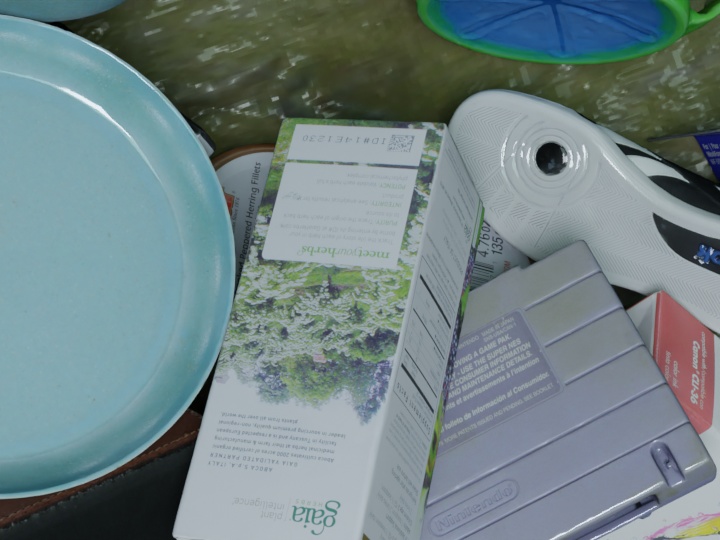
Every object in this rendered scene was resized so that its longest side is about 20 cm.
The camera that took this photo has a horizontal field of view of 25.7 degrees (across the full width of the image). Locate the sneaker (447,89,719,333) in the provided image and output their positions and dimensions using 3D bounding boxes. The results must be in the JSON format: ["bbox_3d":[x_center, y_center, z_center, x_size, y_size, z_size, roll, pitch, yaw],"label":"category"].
[{"bbox_3d":[0.142,-0.030,0.820,0.200,0.112,0.073,32,108,11],"label":"sneaker"}]

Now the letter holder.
[{"bbox_3d":[-0.174,0.122,0.680,0.200,0.142,0.101,-22,119,-34],"label":"letter holder"}]

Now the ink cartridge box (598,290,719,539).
[{"bbox_3d":[0.173,0.114,0.794,0.200,0.068,0.116,38,129,-20],"label":"ink cartridge box"}]

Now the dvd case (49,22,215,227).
[{"bbox_3d":[-0.176,-0.019,0.735,0.200,0.143,0.018,-47,138,-7],"label":"dvd case"}]

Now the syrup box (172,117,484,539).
[{"bbox_3d":[-0.008,0.039,0.679,0.078,0.081,0.201,4,66,20],"label":"syrup box"}]

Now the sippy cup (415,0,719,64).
[{"bbox_3d":[0.100,-0.186,0.789,0.178,0.139,0.131,18,74,-49],"label":"sippy cup"}]

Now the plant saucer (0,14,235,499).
[{"bbox_3d":[-0.149,-0.006,0.644,0.199,0.027,0.201,7,73,-22],"label":"plant saucer"}]

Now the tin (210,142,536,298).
[{"bbox_3d":[0.000,0.000,0.789,0.199,0.042,0.112,14,54,-12],"label":"tin"}]

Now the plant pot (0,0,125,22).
[{"bbox_3d":[-0.137,-0.185,0.664,0.199,0.200,0.135,-4,129,-11],"label":"plant pot"}]

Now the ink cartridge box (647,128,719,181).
[{"bbox_3d":[0.263,-0.071,0.833,0.199,0.099,0.039,-10,94,-10],"label":"ink cartridge box"}]

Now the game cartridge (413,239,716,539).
[{"bbox_3d":[0.040,0.082,0.707,0.199,0.038,0.130,-27,55,4],"label":"game cartridge"}]
